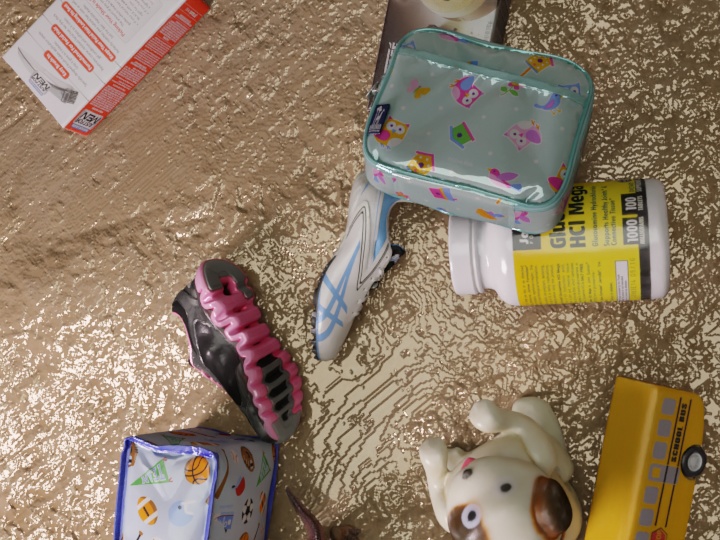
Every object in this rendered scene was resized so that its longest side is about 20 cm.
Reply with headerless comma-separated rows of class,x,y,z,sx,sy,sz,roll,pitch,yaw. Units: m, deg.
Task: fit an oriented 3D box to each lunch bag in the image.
lunch bag,0.103,-0.132,1.003,0.199,0.077,0.161,17,76,12
lunch bag,-0.158,0.262,1.084,0.123,0.170,0.202,7,86,18

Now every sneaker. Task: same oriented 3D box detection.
sneaker,-0.132,0.092,1.149,0.095,0.079,0.201,-33,78,31
sneaker,0.000,0.000,1.117,0.072,0.072,0.201,20,94,5

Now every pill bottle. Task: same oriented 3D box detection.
pill bottle,0.187,-0.025,1.052,0.199,0.112,0.113,-4,85,13

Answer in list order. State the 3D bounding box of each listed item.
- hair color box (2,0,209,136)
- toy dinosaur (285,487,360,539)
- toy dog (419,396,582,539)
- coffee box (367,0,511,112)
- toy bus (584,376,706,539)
hair color box,-0.273,-0.256,1.200,0.200,0.064,0.111,-44,79,5
toy dinosaur,-0.046,0.313,1.070,0.085,0.136,0.202,-4,85,12
toy dog,0.129,0.215,1.004,0.139,0.200,0.195,-25,81,11
coffee box,0.084,-0.239,1.107,0.112,0.080,0.201,11,89,13
toy bus,0.261,0.205,1.026,0.078,0.065,0.201,12,88,-26
